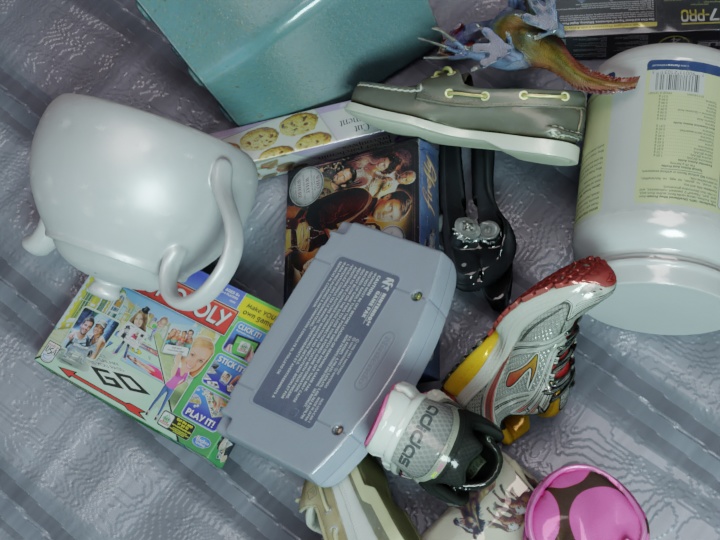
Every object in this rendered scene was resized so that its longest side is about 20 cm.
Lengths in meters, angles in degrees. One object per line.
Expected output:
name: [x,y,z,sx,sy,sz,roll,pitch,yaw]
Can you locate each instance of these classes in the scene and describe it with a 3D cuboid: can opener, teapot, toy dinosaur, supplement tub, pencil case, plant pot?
can opener: [0.091,-0.063,1.173,0.063,0.079,0.201,-5,58,-3]
teapot: [-0.181,-0.046,1.116,0.196,0.200,0.147,18,86,-1]
toy dinosaur: [0.121,-0.183,1.157,0.200,0.181,0.105,45,96,3]
supplement tub: [0.245,-0.062,1.108,0.144,0.145,0.201,6,71,10]
pencil case: [0.164,0.218,0.987,0.091,0.200,0.094,-33,56,-11]
pencil case: [0.071,0.237,1.053,0.200,0.089,0.078,-47,40,-7]
plant pot: [-0.077,-0.240,1.204,0.200,0.196,0.197,-39,69,1]

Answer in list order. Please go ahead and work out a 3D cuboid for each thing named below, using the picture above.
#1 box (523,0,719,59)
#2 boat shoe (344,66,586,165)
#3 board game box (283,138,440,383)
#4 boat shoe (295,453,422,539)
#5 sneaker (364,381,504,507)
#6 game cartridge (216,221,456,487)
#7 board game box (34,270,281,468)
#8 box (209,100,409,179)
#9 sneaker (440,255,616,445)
box: [0.241,-0.271,1.238,0.199,0.049,0.162,-2,68,8]
boat shoe: [0.086,-0.132,1.140,0.201,0.072,0.061,12,89,18]
board game box: [0.000,0.000,1.152,0.135,0.035,0.201,-12,66,30]
boat shoe: [-0.016,0.172,1.067,0.068,0.075,0.200,-40,35,6]
sneaker: [0.065,0.135,1.032,0.087,0.200,0.074,31,86,17]
game cartridge: [-0.013,0.063,1.069,0.133,0.041,0.201,19,72,43]
board game box: [-0.161,0.062,1.160,0.199,0.029,0.135,24,75,28]
box: [-0.049,-0.115,1.226,0.199,0.039,0.042,-12,69,3]
sneaker: [0.143,0.062,1.069,0.078,0.200,0.082,-30,72,-40]
